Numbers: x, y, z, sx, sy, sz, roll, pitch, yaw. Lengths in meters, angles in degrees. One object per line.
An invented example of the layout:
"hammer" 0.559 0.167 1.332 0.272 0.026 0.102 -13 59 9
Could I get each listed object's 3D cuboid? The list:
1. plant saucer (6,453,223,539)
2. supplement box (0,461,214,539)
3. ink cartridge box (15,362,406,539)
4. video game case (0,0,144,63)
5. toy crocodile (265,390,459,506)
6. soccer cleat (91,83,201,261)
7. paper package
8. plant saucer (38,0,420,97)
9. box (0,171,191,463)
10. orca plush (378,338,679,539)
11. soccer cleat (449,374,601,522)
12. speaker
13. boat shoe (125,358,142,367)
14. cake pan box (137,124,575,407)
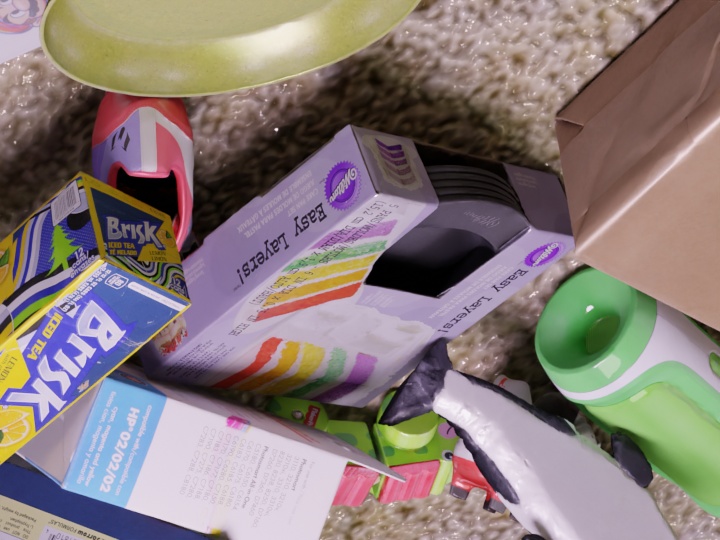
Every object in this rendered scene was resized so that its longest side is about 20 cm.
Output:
"plant saucer" -0.164 0.160 1.719 0.198 0.050 0.201 -2 138 -1
"supplement box" -0.167 0.237 1.545 0.199 0.201 0.134 16 163 31
"ink cartridge box" -0.088 0.106 1.529 0.199 0.115 0.068 20 92 -28
"video game case" -0.213 -0.178 1.356 0.181 0.024 0.200 -21 136 19
"toy crocodile" -0.006 0.117 1.661 0.199 0.062 0.068 -1 139 -23
"soccer cleat" -0.118 -0.018 1.502 0.066 0.077 0.201 -1 138 -4
"paper package" 0.234 -0.058 1.465 0.199 0.104 0.191 25 129 -28
"plant saucer" -0.064 -0.144 1.359 0.198 0.031 0.200 -11 160 -4
"box" -0.183 0.039 1.439 0.200 0.065 0.070 -39 137 25
"orca plush" 0.096 0.133 1.575 0.199 0.106 0.071 28 145 -8
"soccer cleat" 0.126 0.122 1.687 0.068 0.086 0.200 18 175 40
"speaker" 0.190 0.077 1.627 0.088 0.089 0.200 -29 132 26
"boat shoe" -0.161 0.070 1.605 0.199 0.067 0.074 15 136 -39
"cake pan box" 0.000 0.000 1.508 0.200 0.053 0.184 -37 152 30
